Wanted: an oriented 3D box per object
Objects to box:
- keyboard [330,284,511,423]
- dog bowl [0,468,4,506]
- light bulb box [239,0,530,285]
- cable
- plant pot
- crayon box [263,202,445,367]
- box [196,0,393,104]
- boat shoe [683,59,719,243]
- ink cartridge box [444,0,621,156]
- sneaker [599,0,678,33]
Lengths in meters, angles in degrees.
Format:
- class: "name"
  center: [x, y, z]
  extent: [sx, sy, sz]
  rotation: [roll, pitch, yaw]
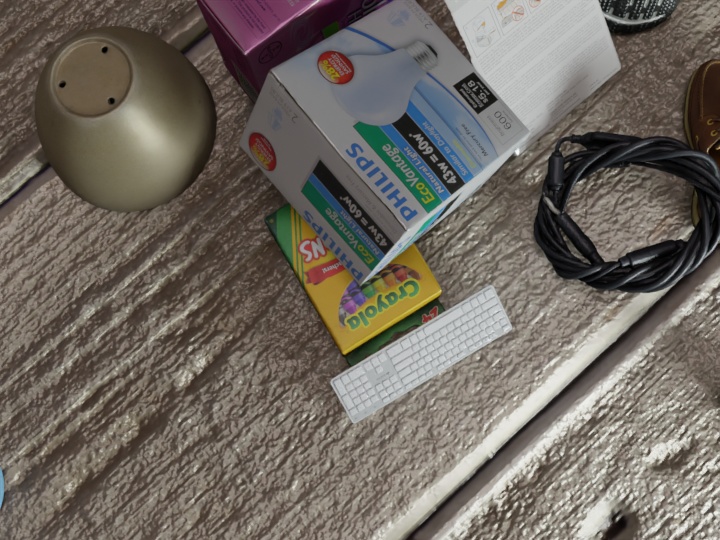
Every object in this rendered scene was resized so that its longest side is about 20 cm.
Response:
- class: "keyboard"
  center: [0.065, 0.088, 0.886]
  extent: [0.198, 0.011, 0.057]
  rotation: [-30, 113, -4]
- class: "dog bowl"
  center: [-0.470, 0.209, 0.876]
  extent: [0.198, 0.050, 0.113]
  rotation: [29, 81, 7]
- class: "light bulb box"
  center: [0.023, -0.133, 0.840]
  extent: [0.199, 0.125, 0.199]
  rotation: [48, 58, 5]
- class: "cable"
  center: [0.281, -0.058, 0.875]
  extent: [0.197, 0.051, 0.166]
  rotation: [14, 86, 20]
- class: "plant pot"
  center: [-0.265, -0.178, 0.902]
  extent: [0.197, 0.135, 0.204]
  rotation: [0, 79, 2]
- class: "crayon box"
  center: [0.000, 0.000, 0.899]
  extent: [0.126, 0.051, 0.202]
  rotation: [-31, 80, -5]
- class: "box"
  center: [-0.057, -0.280, 0.893]
  extent: [0.199, 0.176, 0.097]
  rotation: [-39, 79, -6]
- class: "boat shoe"
  center: [0.393, -0.135, 0.901]
  extent: [0.071, 0.068, 0.204]
  rotation: [2, 79, 3]
- class: "ink cartridge box"
  center: [0.176, -0.248, 0.881]
  extent: [0.160, 0.050, 0.201]
  rotation: [-39, 123, -6]
- class: "sneaker"
  center: [0.259, -0.322, 0.943]
  extent: [0.196, 0.074, 0.081]
  rotation: [7, 63, -3]
